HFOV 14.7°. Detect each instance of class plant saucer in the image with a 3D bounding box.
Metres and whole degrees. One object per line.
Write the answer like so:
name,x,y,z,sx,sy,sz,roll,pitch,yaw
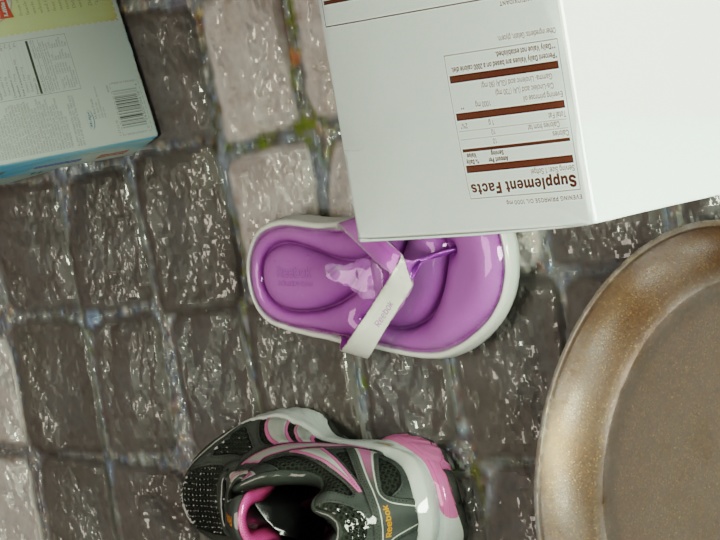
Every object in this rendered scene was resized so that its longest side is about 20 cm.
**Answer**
plant saucer,0.146,0.080,1.169,0.200,0.032,0.202,-19,66,51

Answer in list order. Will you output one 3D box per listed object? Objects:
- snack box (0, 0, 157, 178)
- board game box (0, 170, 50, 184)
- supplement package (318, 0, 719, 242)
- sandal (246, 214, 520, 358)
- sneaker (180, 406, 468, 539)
snack box,-0.192,-0.152,1.506,0.037,0.116,0.201,-25,80,51
board game box,-0.251,-0.110,1.512,0.064,0.199,0.148,-25,86,48
supplement package,0.096,-0.128,1.081,0.147,0.190,0.201,-3,97,53
sandal,0.002,0.007,1.358,0.202,0.050,0.083,-9,94,53
sneaker,-0.040,0.114,1.414,0.200,0.086,0.081,-9,91,53
